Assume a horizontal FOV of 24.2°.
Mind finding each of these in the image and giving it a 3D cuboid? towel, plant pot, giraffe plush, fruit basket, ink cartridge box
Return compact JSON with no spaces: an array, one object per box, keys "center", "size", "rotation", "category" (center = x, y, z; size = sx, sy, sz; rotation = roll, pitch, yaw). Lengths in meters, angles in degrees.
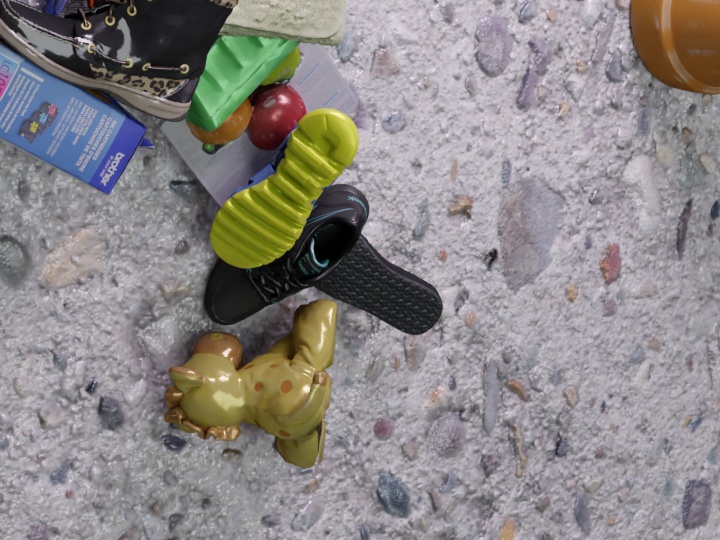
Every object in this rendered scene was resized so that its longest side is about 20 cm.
[{"center":[-0.095,-0.284,1.535],"size":[0.198,0.036,0.150],"rotation":[0,91,-31],"category":"towel"},{"center":[0.434,-0.288,1.867],"size":[0.198,0.183,0.202],"rotation":[-10,109,-30],"category":"plant pot"},{"center":[-0.112,0.121,1.679],"size":[0.160,0.201,0.174],"rotation":[6,120,1],"category":"giraffe plush"},{"center":[-0.109,-0.169,1.636],"size":[0.185,0.093,0.200],"rotation":[-47,138,-11],"category":"fruit basket"},{"center":[-0.279,-0.144,1.490],"size":[0.199,0.136,0.077],"rotation":[31,95,-34],"category":"ink cartridge box"}]

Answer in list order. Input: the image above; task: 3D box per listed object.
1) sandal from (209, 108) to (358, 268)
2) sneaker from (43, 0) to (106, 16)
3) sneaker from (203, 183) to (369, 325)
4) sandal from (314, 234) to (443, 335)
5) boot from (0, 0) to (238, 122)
[{"center":[-0.068,-0.082,1.626],"size":[0.079,0.087,0.200],"rotation":[43,110,-9],"category":"sandal"},{"center":[-0.202,-0.268,1.538],"size":[0.199,0.078,0.076],"rotation":[-34,119,-20],"category":"sneaker"},{"center":[-0.076,-0.011,1.665],"size":[0.199,0.079,0.075],"rotation":[-39,113,10],"category":"sneaker"},{"center":[0.000,0.001,1.756],"size":[0.200,0.048,0.075],"rotation":[36,104,-28],"category":"sandal"},{"center":[-0.199,-0.225,1.423],"size":[0.199,0.073,0.151],"rotation":[24,112,-30],"category":"boot"}]
